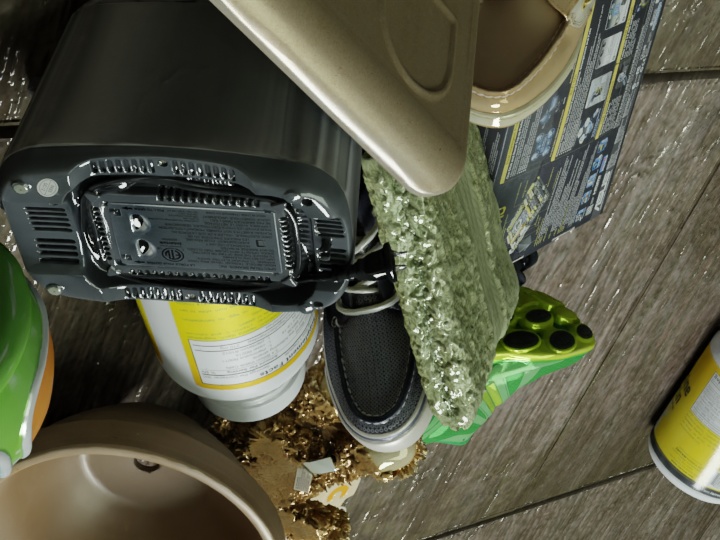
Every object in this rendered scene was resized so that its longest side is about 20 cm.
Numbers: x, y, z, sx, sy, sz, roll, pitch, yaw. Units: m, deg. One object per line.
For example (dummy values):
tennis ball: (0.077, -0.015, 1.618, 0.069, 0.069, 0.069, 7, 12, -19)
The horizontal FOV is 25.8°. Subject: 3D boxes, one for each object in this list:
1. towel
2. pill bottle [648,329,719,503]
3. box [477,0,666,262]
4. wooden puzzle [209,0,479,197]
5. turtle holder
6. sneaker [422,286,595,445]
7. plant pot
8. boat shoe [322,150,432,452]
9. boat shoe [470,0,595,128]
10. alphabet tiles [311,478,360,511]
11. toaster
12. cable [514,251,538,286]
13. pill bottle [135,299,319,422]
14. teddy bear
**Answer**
towel: (0.049, -0.024, 0.897, 0.149, 0.036, 0.201, -64, 145, -55)
pill bottle: (0.375, 0.124, 1.543, 0.111, 0.112, 0.201, -6, 133, -44)
box: (0.121, -0.103, 1.012, 0.161, 0.049, 0.201, -30, 142, -43)
wooden puzzle: (-0.005, -0.160, 0.734, 0.046, 0.201, 0.185, -11, 145, 35)
turtle holder: (-0.237, 0.062, 0.772, 0.185, 0.141, 0.132, -35, 148, -12)
sneaker: (0.075, 0.072, 1.112, 0.199, 0.074, 0.084, -19, 144, -24)
plant pot: (-0.141, 0.150, 0.990, 0.199, 0.093, 0.202, 4, 130, 4)
boat shoe: (0.000, 0.000, 0.927, 0.074, 0.202, 0.093, -12, 153, 14)
boat shoe: (0.102, -0.171, 0.868, 0.201, 0.073, 0.069, -62, 163, -25)
alphabet tiles: (-0.091, 0.216, 1.236, 0.195, 0.015, 0.201, -12, 137, -39)
toaster: (-0.072, -0.060, 0.768, 0.198, 0.130, 0.114, 3, 144, 6)
cable: (0.070, 0.006, 1.128, 0.162, 0.051, 0.201, -16, 139, -36)
pill bottle: (-0.080, 0.006, 0.914, 0.104, 0.104, 0.201, -32, 147, -16)
teddy bear: (-0.047, 0.118, 1.051, 0.200, 0.145, 0.067, -49, -170, 34)
